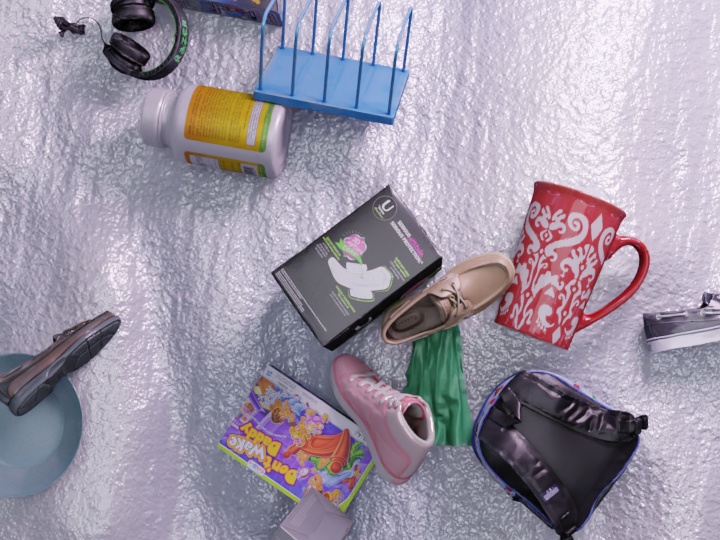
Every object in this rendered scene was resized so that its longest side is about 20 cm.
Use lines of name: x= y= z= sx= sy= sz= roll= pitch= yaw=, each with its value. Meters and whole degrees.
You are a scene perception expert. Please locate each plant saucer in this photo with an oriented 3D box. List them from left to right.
plant saucer: x=-0.486 y=0.220 z=1.546 sx=0.198 sy=0.039 sz=0.204 roll=-1 pitch=83 yaw=4

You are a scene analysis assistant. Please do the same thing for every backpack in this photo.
backpack: x=0.245 y=0.224 z=1.435 sx=0.190 sy=0.154 sz=0.201 roll=38 pitch=80 yaw=-3

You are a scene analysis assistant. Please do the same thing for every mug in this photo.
mug: x=0.282 y=0.002 z=1.463 sx=0.176 sy=0.133 sz=0.202 roll=21 pitch=89 yaw=28

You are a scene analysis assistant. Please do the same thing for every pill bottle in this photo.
pill bottle: x=-0.204 y=-0.202 z=1.536 sx=0.197 sy=0.111 sz=0.113 roll=11 pitch=84 yaw=5

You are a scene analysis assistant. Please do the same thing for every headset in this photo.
headset: x=-0.343 y=-0.345 z=1.567 sx=0.198 sy=0.094 sz=0.125 roll=11 pitch=91 yaw=26

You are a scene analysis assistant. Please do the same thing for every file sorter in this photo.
file sorter: x=-0.033 y=-0.304 z=1.500 sx=0.197 sy=0.124 sz=0.139 roll=12 pitch=40 yaw=5

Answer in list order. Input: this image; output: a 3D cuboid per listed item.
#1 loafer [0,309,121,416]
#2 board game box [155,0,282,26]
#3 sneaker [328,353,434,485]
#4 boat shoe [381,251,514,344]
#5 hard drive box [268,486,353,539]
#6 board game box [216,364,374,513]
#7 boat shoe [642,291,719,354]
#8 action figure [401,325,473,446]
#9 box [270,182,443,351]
loafer: x=-0.422 y=0.114 z=1.508 sx=0.063 sy=0.072 sz=0.200 roll=38 pitch=57 yaw=12
board game box: x=-0.181 y=-0.452 z=1.589 sx=0.198 sy=0.062 sz=0.202 roll=26 pitch=86 yaw=6
sneaker: x=0.035 y=0.176 z=1.459 sx=0.105 sy=0.075 sz=0.201 roll=-53 pitch=54 yaw=37
boat shoe: x=0.117 y=0.045 z=1.443 sx=0.199 sy=0.065 sz=0.072 roll=-32 pitch=97 yaw=12
hard drive box: x=-0.110 y=0.402 z=1.416 sx=0.077 sy=0.156 sz=0.201 roll=38 pitch=104 yaw=6
board game box: x=-0.080 y=0.243 z=1.510 sx=0.199 sy=0.045 sz=0.135 roll=33 pitch=87 yaw=7
boat shoe: x=0.485 y=0.061 z=1.480 sx=0.197 sy=0.072 sz=0.069 roll=-13 pitch=84 yaw=10
action figure: x=0.104 y=0.140 z=1.504 sx=0.116 sy=0.055 sz=0.203 roll=0 pitch=87 yaw=6
box: x=0.000 y=0.000 z=1.479 sx=0.199 sy=0.149 sz=0.125 roll=-36 pitch=82 yaw=0
